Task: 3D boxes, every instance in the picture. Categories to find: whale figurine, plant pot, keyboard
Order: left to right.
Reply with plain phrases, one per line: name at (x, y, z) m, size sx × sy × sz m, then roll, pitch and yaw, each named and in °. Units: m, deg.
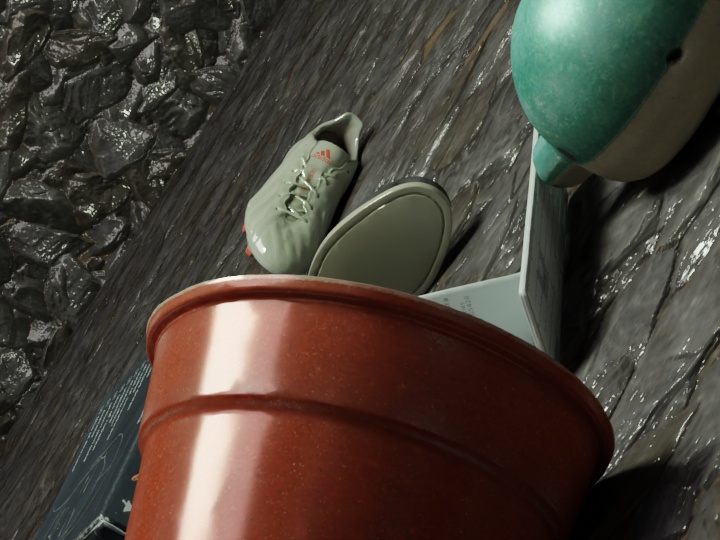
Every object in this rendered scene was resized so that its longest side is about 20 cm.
plant pot at (-0.016, 0.136, 0.919) m, size 0.201 × 0.201 × 0.195 m, roll -41°, pitch 30°, yaw 59°
keyboard at (0.094, -0.016, 1.170) m, size 0.200 × 0.011 × 0.056 m, roll -79°, pitch -22°, yaw -60°
whale figurine at (0.122, -0.120, 1.166) m, size 0.159 × 0.104 × 0.200 m, roll -59°, pitch 11°, yaw 5°

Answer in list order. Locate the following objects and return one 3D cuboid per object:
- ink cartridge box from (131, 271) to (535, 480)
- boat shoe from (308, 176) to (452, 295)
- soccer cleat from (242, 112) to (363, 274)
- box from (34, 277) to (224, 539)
ink cartridge box at (-0.021, 0.058, 1.213) m, size 0.200 × 0.173 × 0.044 m, roll 147°, pitch 109°, yaw -66°
boat shoe at (0.000, 0.000, 1.487) m, size 0.200 × 0.073 × 0.063 m, roll -56°, pitch 13°, yaw 40°
soccer cleat at (-0.045, -0.065, 1.888) m, size 0.078 × 0.069 × 0.200 m, roll -49°, pitch 12°, yaw 32°
box at (-0.116, 0.146, 1.472) m, size 0.197 × 0.124 × 0.200 m, roll -48°, pitch 15°, yaw 51°
